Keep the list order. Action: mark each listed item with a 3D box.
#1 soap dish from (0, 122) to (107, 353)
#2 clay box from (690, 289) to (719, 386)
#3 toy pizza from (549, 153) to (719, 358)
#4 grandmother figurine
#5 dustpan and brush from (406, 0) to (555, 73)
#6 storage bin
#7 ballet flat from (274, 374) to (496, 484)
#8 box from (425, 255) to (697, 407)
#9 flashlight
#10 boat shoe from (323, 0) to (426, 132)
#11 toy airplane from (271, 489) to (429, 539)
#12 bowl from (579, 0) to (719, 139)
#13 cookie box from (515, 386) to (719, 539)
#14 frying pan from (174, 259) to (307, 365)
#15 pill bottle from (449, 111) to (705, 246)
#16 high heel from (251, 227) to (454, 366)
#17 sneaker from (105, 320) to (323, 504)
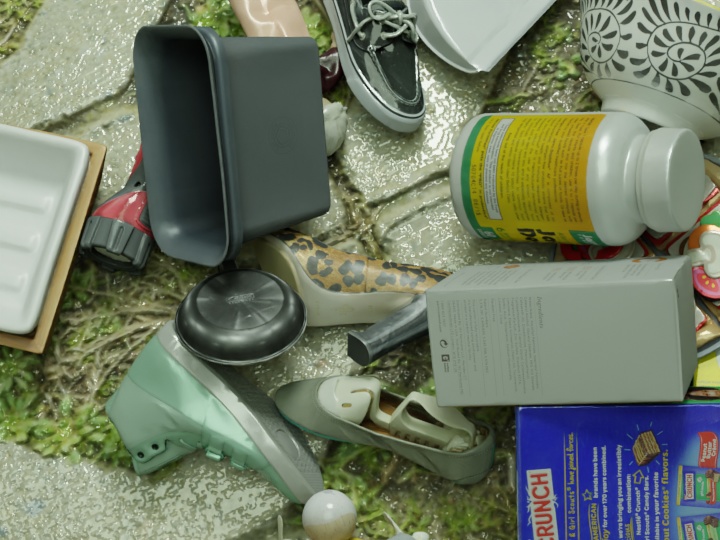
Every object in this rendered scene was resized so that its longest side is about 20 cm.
[{"bbox_3d":[-0.327,-0.031,1.259,0.156,0.081,0.202,12,74,8],"label":"soap dish"},{"bbox_3d":[0.341,0.086,1.184,0.114,0.048,0.202,3,71,8],"label":"clay box"},{"bbox_3d":[0.257,-0.016,1.200,0.198,0.032,0.202,-9,67,23],"label":"toy pizza"},{"bbox_3d":[-0.064,-0.199,1.306,0.120,0.061,0.202,-21,74,-9],"label":"grandmother figurine"},{"bbox_3d":[0.078,-0.278,1.326,0.200,0.057,0.140,40,68,9],"label":"dustpan and brush"},{"bbox_3d":[-0.110,-0.119,1.212,0.133,0.145,0.202,-14,106,-37],"label":"storage bin"},{"bbox_3d":[0.023,0.121,1.186,0.198,0.064,0.068,20,40,8],"label":"ballet flat"},{"bbox_3d":[0.167,0.048,1.126,0.198,0.124,0.099,-3,98,20],"label":"box"},{"bbox_3d":[-0.199,-0.098,1.282,0.067,0.068,0.202,18,70,-6],"label":"flashlight"},{"bbox_3d":[0.020,-0.227,1.291,0.073,0.068,0.201,-1,63,-31],"label":"boat shoe"},{"bbox_3d":[-0.032,0.245,1.085,0.198,0.199,0.143,-5,82,5],"label":"toy airplane"},{"bbox_3d":[0.266,-0.165,1.203,0.199,0.201,0.095,24,88,11],"label":"bowl"},{"bbox_3d":[0.225,0.184,1.120,0.198,0.075,0.173,-1,94,5],"label":"cookie box"},{"bbox_3d":[-0.097,0.011,1.205,0.114,0.031,0.191,5,41,5],"label":"frying pan"},{"bbox_3d":[0.185,-0.079,1.178,0.198,0.113,0.114,4,70,34],"label":"pill bottle"},{"bbox_3d":[0.000,0.000,1.249,0.142,0.072,0.200,-24,51,-33],"label":"high heel"},{"bbox_3d":[-0.130,0.152,1.199,0.200,0.074,0.118,44,103,3],"label":"sneaker"}]
